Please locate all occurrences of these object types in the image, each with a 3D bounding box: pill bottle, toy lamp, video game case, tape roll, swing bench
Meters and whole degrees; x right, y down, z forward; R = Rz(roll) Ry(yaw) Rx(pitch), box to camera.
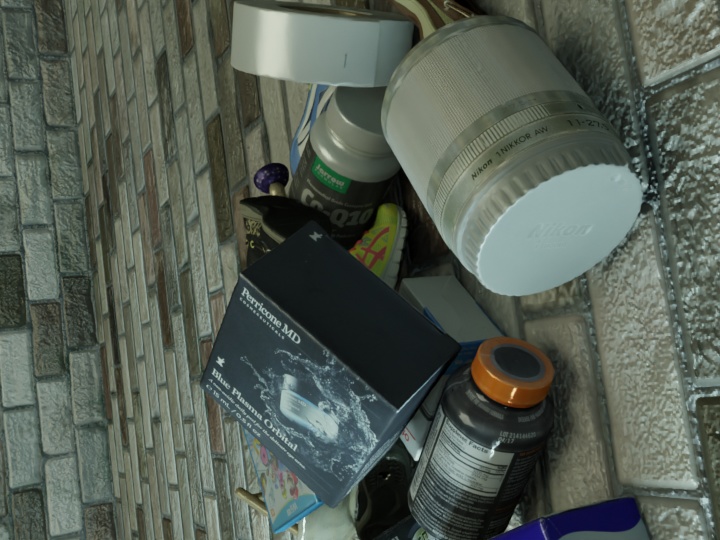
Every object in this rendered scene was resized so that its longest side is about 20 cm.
[{"bbox_3d":[0.118,0.159,0.860,0.106,0.106,0.200,56,140,45],"label":"pill bottle"},{"bbox_3d":[-0.090,-0.054,1.206,0.200,0.058,0.058,63,146,34],"label":"toy lamp"},{"bbox_3d":[-0.106,0.214,1.143,0.143,0.018,0.200,-47,57,50],"label":"video game case"},{"bbox_3d":[-0.016,-0.120,1.073,0.113,0.113,0.200,67,149,32],"label":"pill bottle"},{"bbox_3d":[-0.041,-0.253,1.008,0.202,0.202,0.071,37,125,56],"label":"tape roll"},{"bbox_3d":[-0.070,0.260,1.232,0.200,0.130,0.199,33,123,51],"label":"swing bench"}]

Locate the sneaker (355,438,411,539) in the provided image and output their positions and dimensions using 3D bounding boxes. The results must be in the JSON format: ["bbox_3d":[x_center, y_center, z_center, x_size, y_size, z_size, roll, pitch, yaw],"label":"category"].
[{"bbox_3d":[0.028,0.247,1.099,0.114,0.076,0.200,-92,-2,-52],"label":"sneaker"}]

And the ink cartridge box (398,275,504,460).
[{"bbox_3d":[0.074,0.120,0.982,0.116,0.068,0.200,54,140,46],"label":"ink cartridge box"}]

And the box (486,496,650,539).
[{"bbox_3d":[0.175,0.317,0.772,0.184,0.105,0.200,-50,50,54],"label":"box"}]

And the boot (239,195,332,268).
[{"bbox_3d":[-0.084,0.004,1.046,0.204,0.073,0.154,-147,52,-61],"label":"boot"}]

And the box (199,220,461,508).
[{"bbox_3d":[-0.038,0.096,0.910,0.197,0.117,0.200,40,136,12],"label":"box"}]

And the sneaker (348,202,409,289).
[{"bbox_3d":[0.000,0.000,1.025,0.078,0.090,0.200,100,-175,-56],"label":"sneaker"}]

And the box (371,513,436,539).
[{"bbox_3d":[0.049,0.374,1.005,0.164,0.086,0.200,57,145,16],"label":"box"}]

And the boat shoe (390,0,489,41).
[{"bbox_3d":[0.081,-0.281,0.917,0.075,0.075,0.202,-53,52,34],"label":"boat shoe"}]

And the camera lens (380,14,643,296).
[{"bbox_3d":[0.118,-0.100,0.757,0.200,0.160,0.160,64,146,36],"label":"camera lens"}]

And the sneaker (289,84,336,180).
[{"bbox_3d":[-0.038,-0.165,1.157,0.082,0.074,0.200,52,139,45],"label":"sneaker"}]
